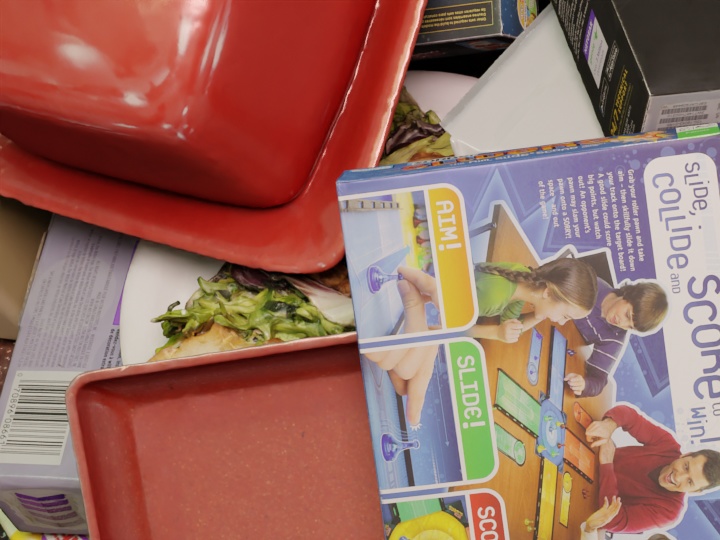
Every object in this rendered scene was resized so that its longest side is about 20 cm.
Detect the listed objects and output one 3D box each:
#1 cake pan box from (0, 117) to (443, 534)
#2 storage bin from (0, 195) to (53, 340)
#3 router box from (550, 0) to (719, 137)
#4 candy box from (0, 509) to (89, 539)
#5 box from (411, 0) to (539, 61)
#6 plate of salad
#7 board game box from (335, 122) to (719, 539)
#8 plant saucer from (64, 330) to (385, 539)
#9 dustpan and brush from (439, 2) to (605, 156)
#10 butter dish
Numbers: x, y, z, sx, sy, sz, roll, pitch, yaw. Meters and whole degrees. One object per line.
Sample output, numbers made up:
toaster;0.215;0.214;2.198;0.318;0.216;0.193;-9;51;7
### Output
cake pan box;-0.043;0.019;1.166;0.184;0.052;0.200;-1;57;21
storage bin;-0.179;-0.097;1.224;0.094;0.200;0.199;7;66;27
router box;0.172;-0.110;1.067;0.200;0.052;0.157;-6;49;-12
candy box;-0.059;0.136;1.141;0.102;0.026;0.200;-37;53;0
box;-0.028;-0.148;1.165;0.200;0.038;0.137;-4;86;28
plate of salad;0.000;0.000;1.104;0.200;0.048;0.200;-9;55;13
board game box;0.072;0.057;0.991;0.135;0.034;0.200;-7;98;6
plant saucer;0.009;0.117;1.040;0.199;0.037;0.200;-9;98;5
dustpan and brush;0.144;-0.031;1.074;0.200;0.057;0.140;20;40;20
butter dish;-0.086;-0.119;1.076;0.199;0.148;0.200;15;88;33
